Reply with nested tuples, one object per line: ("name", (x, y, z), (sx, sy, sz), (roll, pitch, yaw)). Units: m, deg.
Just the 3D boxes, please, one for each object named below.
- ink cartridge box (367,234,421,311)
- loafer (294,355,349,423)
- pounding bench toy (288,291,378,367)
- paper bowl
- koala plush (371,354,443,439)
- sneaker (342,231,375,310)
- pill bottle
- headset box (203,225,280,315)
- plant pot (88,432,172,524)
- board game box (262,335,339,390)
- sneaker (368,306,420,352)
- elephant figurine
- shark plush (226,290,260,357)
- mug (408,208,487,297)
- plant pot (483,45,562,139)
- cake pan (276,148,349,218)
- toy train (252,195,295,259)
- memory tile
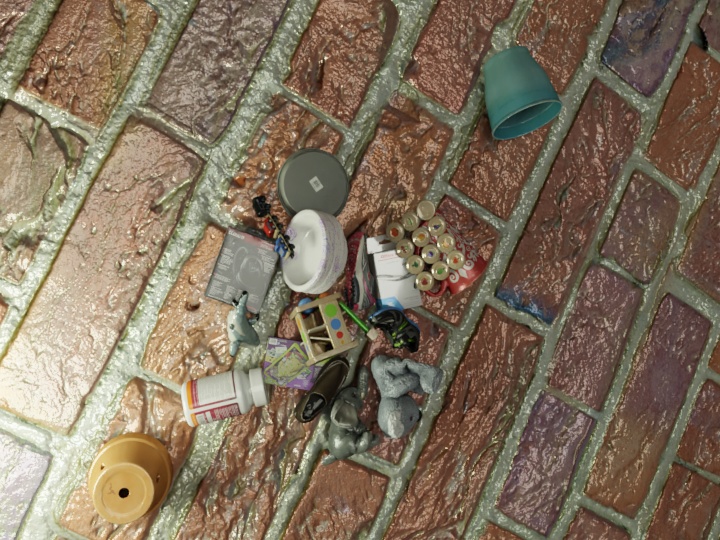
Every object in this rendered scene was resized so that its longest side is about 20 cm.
("ink cartridge box", (0.088, 0.003, 1.633), (0.113, 0.067, 0.206), (-11, 93, -12))
("loafer", (-0.091, 0.312, 1.560), (0.072, 0.071, 0.202), (36, 83, -11))
("pounding bench toy", (-0.065, 0.132, 1.553), (0.196, 0.124, 0.159), (-18, 81, -20))
("paper bowl", (-0.109, -0.044, 1.524), (0.103, 0.198, 0.207), (9, 88, -42))
("koala plush", (0.098, 0.336, 1.578), (0.179, 0.177, 0.205), (15, 77, -4))
("sneaker", (0.000, 0.000, 1.612), (0.073, 0.080, 0.206), (-2, 98, -28))
("pill bottle", (-0.332, 0.308, 1.500), (0.195, 0.110, 0.113), (-12, 93, -8))
("headset box", (-0.293, -0.008, 1.535), (0.146, 0.077, 0.205), (20, 85, -14))
("plant pot", (-0.549, 0.505, 1.440), (0.195, 0.140, 0.206), (0, 91, -14))
("board game box", (-0.156, 0.248, 1.593), (0.195, 0.032, 0.123), (12, 84, -13))
("sneaker", (0.097, 0.157, 1.591), (0.198, 0.070, 0.084), (35, 38, -41))
("elephant figurine", (-0.038, 0.373, 1.586), (0.139, 0.154, 0.205), (-22, 83, 30))
("shark plush", (-0.287, 0.118, 1.502), (0.081, 0.091, 0.204), (-4, 124, -16))
("mug", (0.220, -0.043, 1.626), (0.201, 0.133, 0.178), (49, 51, -5))
("plant pot", (0.424, -0.492, 1.662), (0.195, 0.200, 0.192), (-15, 78, -13))
("cake pan", (-0.121, -0.221, 1.597), (0.195, 0.037, 0.206), (0, 90, -14))
("toy train", (-0.221, -0.109, 1.526), (0.045, 0.034, 0.202), (-15, 61, -36))
("memory tile", (0.169, -0.064, 1.578), (0.151, 0.017, 0.203), (-32, 92, 12))
